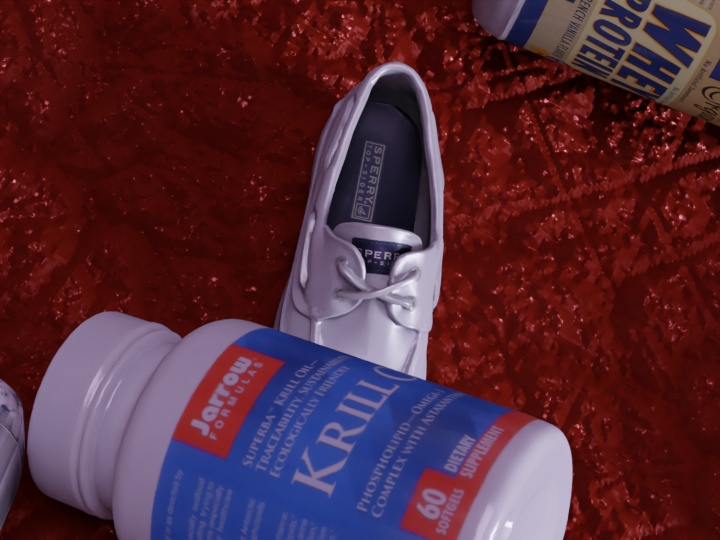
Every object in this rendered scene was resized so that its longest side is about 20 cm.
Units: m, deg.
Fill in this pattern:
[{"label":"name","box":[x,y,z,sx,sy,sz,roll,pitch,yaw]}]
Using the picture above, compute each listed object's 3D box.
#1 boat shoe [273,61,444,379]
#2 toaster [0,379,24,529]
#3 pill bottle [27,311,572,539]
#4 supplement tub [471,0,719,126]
[{"label":"boat shoe","box":[0.000,0.000,0.816,0.074,0.065,0.200,5,65,-10]},{"label":"toaster","box":[-0.214,0.089,0.705,0.200,0.114,0.129,22,61,2]},{"label":"pill bottle","box":[-0.027,0.084,0.724,0.200,0.112,0.112,17,61,21]},{"label":"supplement tub","box":[0.168,-0.148,0.875,0.200,0.144,0.144,21,63,-1]}]
